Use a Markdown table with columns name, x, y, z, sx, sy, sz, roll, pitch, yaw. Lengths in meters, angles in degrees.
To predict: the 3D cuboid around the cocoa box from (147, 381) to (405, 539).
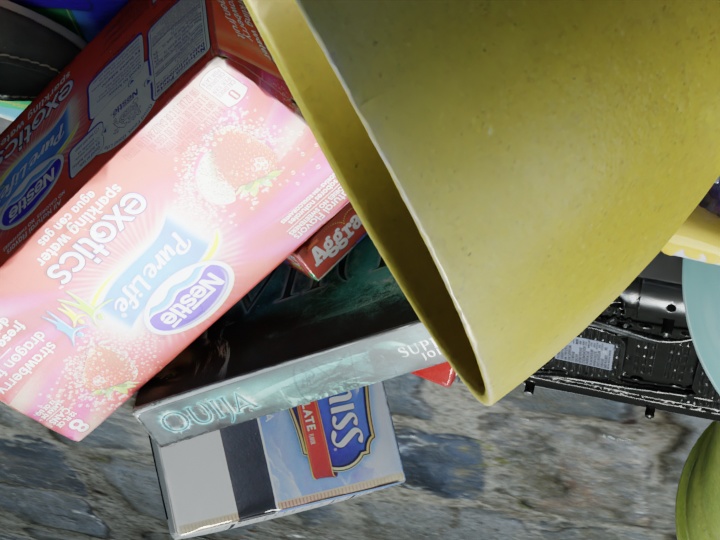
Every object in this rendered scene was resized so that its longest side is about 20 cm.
| name | x | y | z | sx | sy | sz | roll | pitch | yaw |
| --- | --- | --- | --- | --- | --- | --- | --- | --- | --- |
| cocoa box | -0.064 | 0.040 | 1.061 | 0.130 | 0.202 | 0.133 | -12 | 174 | -9 |

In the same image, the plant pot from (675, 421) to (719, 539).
| name | x | y | z | sx | sy | sz | roll | pitch | yaw |
| --- | --- | --- | --- | --- | --- | --- | --- | --- | --- |
| plant pot | 0.292 | 0.111 | 1.142 | 0.199 | 0.202 | 0.185 | 8 | 149 | 14 |

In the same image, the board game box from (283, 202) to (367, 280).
| name | x | y | z | sx | sy | sz | roll | pitch | yaw |
| --- | --- | --- | --- | --- | --- | --- | --- | --- | --- |
| board game box | -0.030 | -0.057 | 0.884 | 0.019 | 0.103 | 0.200 | 50 | 169 | -27 |

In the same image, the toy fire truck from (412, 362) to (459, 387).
| name | x | y | z | sx | sy | sz | roll | pitch | yaw |
| --- | --- | --- | --- | --- | --- | --- | --- | --- | --- |
| toy fire truck | 0.059 | -0.014 | 1.045 | 0.048 | 0.142 | 0.200 | 22 | -158 | 11 |

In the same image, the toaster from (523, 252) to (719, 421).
| name | x | y | z | sx | sy | sz | roll | pitch | yaw |
| --- | --- | --- | --- | --- | --- | --- | --- | --- | --- |
| toaster | 0.164 | -0.001 | 0.983 | 0.179 | 0.120 | 0.200 | 10 | 161 | 9 |

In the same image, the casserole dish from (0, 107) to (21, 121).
| name | x | y | z | sx | sy | sz | roll | pitch | yaw |
| --- | --- | --- | --- | --- | --- | --- | --- | --- | --- |
| casserole dish | -0.142 | -0.104 | 1.032 | 0.198 | 0.039 | 0.121 | 13 | 161 | 1 |

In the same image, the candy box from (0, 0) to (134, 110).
| name | x | y | z | sx | sy | sz | roll | pitch | yaw |
| --- | --- | --- | --- | --- | --- | --- | --- | --- | --- |
| candy box | -0.164 | -0.146 | 0.870 | 0.168 | 0.078 | 0.200 | 10 | 159 | 11 |

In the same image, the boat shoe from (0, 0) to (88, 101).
| name | x | y | z | sx | sy | sz | roll | pitch | yaw |
| --- | --- | --- | --- | --- | --- | --- | --- | --- | --- |
| boat shoe | -0.218 | -0.102 | 0.824 | 0.198 | 0.057 | 0.067 | 18 | 158 | -14 |

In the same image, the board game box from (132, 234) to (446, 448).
| name | x | y | z | sx | sy | sz | roll | pitch | yaw |
| --- | --- | --- | --- | --- | --- | --- | --- | --- | --- |
| board game box | 0.000 | 0.000 | 0.833 | 0.199 | 0.136 | 0.028 | -18 | 124 | 24 |

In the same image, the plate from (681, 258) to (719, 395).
| name | x | y | z | sx | sy | sz | roll | pitch | yaw |
| --- | --- | --- | --- | --- | --- | --- | --- | --- | --- |
| plate | 0.246 | 0.005 | 0.852 | 0.198 | 0.202 | 0.026 | 10 | -168 | 11 |

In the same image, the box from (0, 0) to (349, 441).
| name | x | y | z | sx | sy | sz | roll | pitch | yaw |
| --- | --- | --- | --- | --- | --- | --- | --- | --- | --- |
| box | -0.097 | -0.033 | 0.812 | 0.095 | 0.100 | 0.200 | 34 | 117 | -31 |

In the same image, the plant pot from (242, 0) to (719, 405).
| name | x | y | z | sx | sy | sz | roll | pitch | yaw |
| --- | --- | --- | --- | --- | --- | --- | --- | --- | --- |
| plant pot | 0.050 | -0.082 | 0.574 | 0.141 | 0.201 | 0.200 | -30 | 157 | -3 |

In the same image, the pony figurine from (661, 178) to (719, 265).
| name | x | y | z | sx | sy | sz | roll | pitch | yaw |
| --- | --- | --- | --- | --- | --- | --- | --- | --- | --- |
| pony figurine | 0.209 | -0.007 | 0.678 | 0.199 | 0.167 | 0.193 | 23 | 161 | 21 |
